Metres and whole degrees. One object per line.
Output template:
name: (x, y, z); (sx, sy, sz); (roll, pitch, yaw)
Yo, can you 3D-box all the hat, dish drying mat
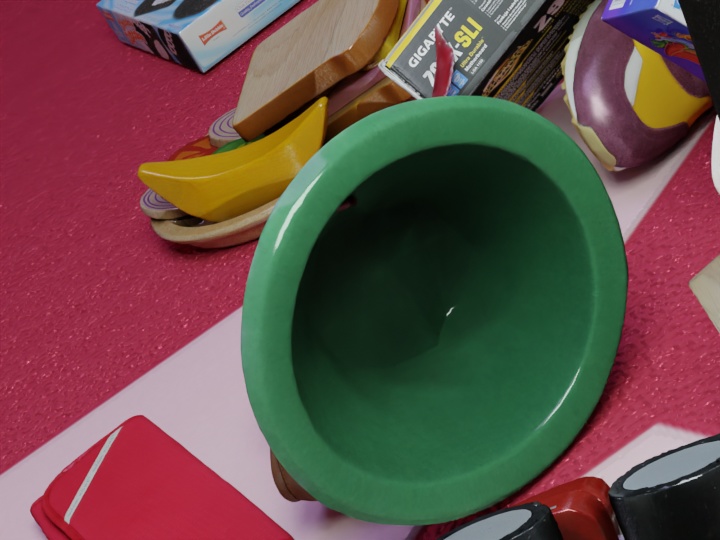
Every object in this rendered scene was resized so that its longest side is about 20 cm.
hat: (0.000, 0.000, 0.987); (0.199, 0.167, 0.176); (-11, 15, -30)
dish drying mat: (-0.095, 0.115, 1.081); (0.077, 0.018, 0.200); (-38, 23, -12)

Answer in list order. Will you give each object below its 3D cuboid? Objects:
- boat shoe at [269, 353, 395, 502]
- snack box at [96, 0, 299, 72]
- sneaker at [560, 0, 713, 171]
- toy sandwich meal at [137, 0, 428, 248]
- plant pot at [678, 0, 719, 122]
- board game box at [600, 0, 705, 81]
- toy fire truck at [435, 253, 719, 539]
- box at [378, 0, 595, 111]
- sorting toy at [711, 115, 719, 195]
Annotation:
boat shoe: (-0.020, 0.036, 1.068); (0.067, 0.072, 0.200); (-29, 26, 7)
snack box: (-0.106, -0.199, 1.696); (0.116, 0.037, 0.200); (-38, 23, -11)
sneaker: (0.171, -0.125, 1.132); (0.090, 0.075, 0.200); (-15, 30, 49)
toy sandwich meal: (-0.046, -0.092, 1.360); (0.205, 0.070, 0.205); (-28, 23, 13)
plant pot: (0.209, -0.079, 0.718); (0.177, 0.200, 0.200); (12, 49, 43)
board game box: (0.199, -0.162, 0.992); (0.045, 0.134, 0.201); (-2, 63, 66)
toy fire truck: (0.113, 0.074, 0.788); (0.175, 0.129, 0.200); (-22, 5, 14)
box: (0.106, -0.159, 1.152); (0.200, 0.049, 0.160); (-51, -13, 12)
sorting toy: (0.217, -0.068, 0.872); (0.199, 0.107, 0.180); (26, 59, 17)
